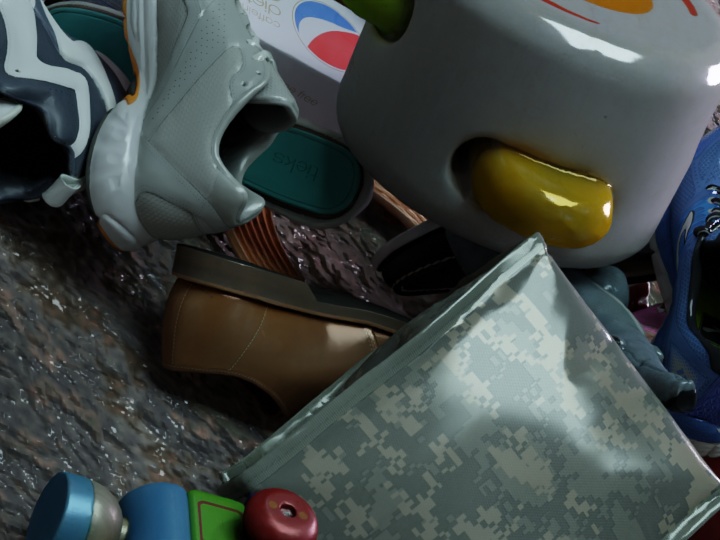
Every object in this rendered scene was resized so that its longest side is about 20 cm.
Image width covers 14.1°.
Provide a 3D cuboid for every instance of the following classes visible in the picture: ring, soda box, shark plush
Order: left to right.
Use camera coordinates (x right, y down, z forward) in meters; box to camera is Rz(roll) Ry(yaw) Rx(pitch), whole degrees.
[{"bbox_3d":[-0.061,-0.123,1.575,0.200,0.064,0.068,28,39,-24],"label":"soda box"},{"bbox_3d":[0.000,0.000,1.578,0.200,0.019,0.201,31,32,-22],"label":"ring"},{"bbox_3d":[0.102,0.035,1.458,0.083,0.091,0.200,55,3,-31],"label":"shark plush"}]

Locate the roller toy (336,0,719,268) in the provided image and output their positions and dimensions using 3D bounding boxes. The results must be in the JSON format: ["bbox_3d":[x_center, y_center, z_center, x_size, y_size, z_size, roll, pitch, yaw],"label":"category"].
[{"bbox_3d":[0.087,-0.091,1.483,0.200,0.140,0.182,39,29,29],"label":"roller toy"}]

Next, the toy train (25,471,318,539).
[{"bbox_3d":[-0.079,0.170,1.211,0.115,0.085,0.200,17,37,-21],"label":"toy train"}]

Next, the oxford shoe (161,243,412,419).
[{"bbox_3d":[-0.017,0.044,1.456,0.199,0.072,0.071,16,0,-32],"label":"oxford shoe"}]

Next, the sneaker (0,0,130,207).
[{"bbox_3d":[-0.199,-0.103,1.406,0.199,0.079,0.130,48,20,-13],"label":"sneaker"}]

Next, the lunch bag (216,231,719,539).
[{"bbox_3d":[0.045,0.111,1.369,0.200,0.118,0.164,-38,91,-27],"label":"lunch bag"}]

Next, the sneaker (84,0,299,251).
[{"bbox_3d":[-0.068,-0.101,1.435,0.076,0.092,0.201,50,44,-59],"label":"sneaker"}]

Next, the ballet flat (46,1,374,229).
[{"bbox_3d":[-0.084,-0.076,1.520,0.199,0.070,0.069,26,29,6],"label":"ballet flat"}]

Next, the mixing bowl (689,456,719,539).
[{"bbox_3d":[0.242,0.130,1.552,0.200,0.201,0.108,3,32,-48],"label":"mixing bowl"}]

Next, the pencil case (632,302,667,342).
[{"bbox_3d":[0.205,0.045,1.600,0.200,0.083,0.087,-19,65,-34],"label":"pencil case"}]

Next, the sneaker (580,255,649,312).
[{"bbox_3d":[0.121,-0.014,1.678,0.078,0.082,0.201,-7,64,1],"label":"sneaker"}]

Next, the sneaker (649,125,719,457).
[{"bbox_3d":[0.196,-0.002,1.517,0.078,0.089,0.200,19,51,-11],"label":"sneaker"}]

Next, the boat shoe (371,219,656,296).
[{"bbox_3d":[0.105,-0.010,1.580,0.199,0.076,0.061,-14,76,-16],"label":"boat shoe"}]

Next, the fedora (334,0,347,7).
[{"bbox_3d":[0.040,-0.151,1.677,0.200,0.082,0.201,8,15,-2],"label":"fedora"}]
